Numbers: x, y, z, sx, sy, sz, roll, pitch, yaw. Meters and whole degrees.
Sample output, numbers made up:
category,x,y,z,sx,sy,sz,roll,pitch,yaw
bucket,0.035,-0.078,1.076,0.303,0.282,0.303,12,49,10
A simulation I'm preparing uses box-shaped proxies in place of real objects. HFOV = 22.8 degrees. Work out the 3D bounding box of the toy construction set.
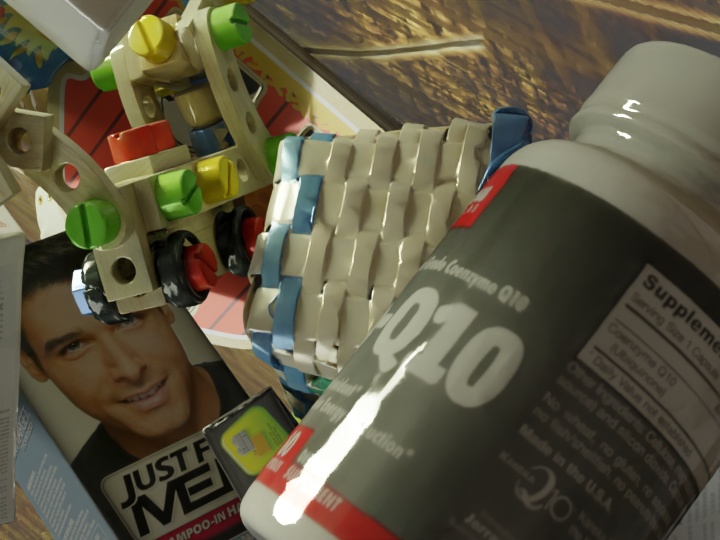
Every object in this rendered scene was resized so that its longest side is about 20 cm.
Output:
category,x,y,z,sx,sy,sz,roll,pitch,yaw
toy construction set,-0.091,-0.052,0.719,0.092,0.200,0.132,-11,98,34

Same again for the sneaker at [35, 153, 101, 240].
category,x,y,z,sx,sy,sz,roll,pitch,yaw
sneaker,-0.142,-0.060,0.980,0.115,0.073,0.201,24,124,45

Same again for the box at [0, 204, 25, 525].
category,x,y,z,sx,sy,sz,roll,pitch,yaw
box,-0.201,0.003,0.808,0.200,0.036,0.145,46,136,49

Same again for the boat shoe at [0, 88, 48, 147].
category,x,y,z,sx,sy,sz,roll,pitch,yaw
boat shoe,-0.122,-0.083,1.053,0.199,0.065,0.074,28,138,17

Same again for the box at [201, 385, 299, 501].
category,x,y,z,sx,sy,sz,roll,pitch,yaw
box,0.009,0.151,0.722,0.201,0.035,0.110,57,178,24

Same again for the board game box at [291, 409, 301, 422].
category,x,y,z,sx,sy,sz,roll,pitch,yaw
board game box,0.003,0.067,1.022,0.047,0.102,0.200,11,-172,-10

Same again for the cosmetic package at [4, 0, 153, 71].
category,x,y,z,sx,sy,sz,roll,pitch,yaw
cosmetic package,-0.140,-0.177,0.636,0.200,0.102,0.071,39,168,-7

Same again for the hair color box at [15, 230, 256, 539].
category,x,y,z,sx,sy,sz,roll,pitch,yaw
hair color box,-0.109,0.077,0.845,0.200,0.099,0.061,52,143,20

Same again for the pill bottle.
category,x,y,z,sx,sy,sz,roll,pitch,yaw
pill bottle,0.064,0.033,0.567,0.114,0.200,0.114,37,169,8

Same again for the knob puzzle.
category,x,y,z,sx,sy,sz,roll,pitch,yaw
knob puzzle,-0.078,-0.032,0.881,0.218,0.031,0.221,11,125,16

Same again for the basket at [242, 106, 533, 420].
category,x,y,z,sx,sy,sz,roll,pitch,yaw
basket,0.061,0.018,0.725,0.198,0.140,0.176,1,162,8

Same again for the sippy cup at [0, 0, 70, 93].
category,x,y,z,sx,sy,sz,roll,pitch,yaw
sippy cup,-0.187,-0.153,0.842,0.130,0.140,0.178,31,-151,-25

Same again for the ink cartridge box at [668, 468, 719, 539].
category,x,y,z,sx,sy,sz,roll,pitch,yaw
ink cartridge box,0.111,0.089,0.708,0.197,0.199,0.044,64,-170,-66
